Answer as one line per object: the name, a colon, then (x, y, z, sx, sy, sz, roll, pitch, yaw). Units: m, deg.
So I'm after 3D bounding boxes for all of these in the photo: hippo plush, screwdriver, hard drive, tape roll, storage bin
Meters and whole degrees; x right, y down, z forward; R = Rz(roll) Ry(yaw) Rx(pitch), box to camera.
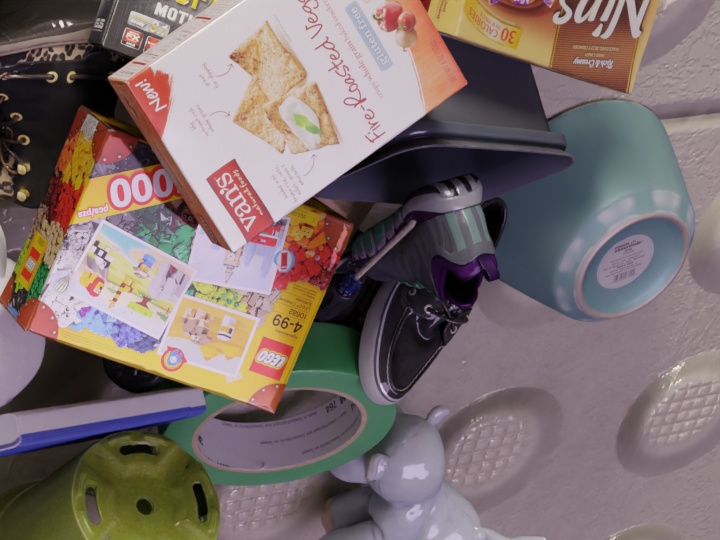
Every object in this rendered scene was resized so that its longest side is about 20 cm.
hippo plush: (0.026, 0.206, 1.857, 0.159, 0.199, 0.162, -44, 135, -24)
screwdriver: (0.000, 0.000, 1.593, 0.029, 0.028, 0.200, -22, 170, -23)
hard drive: (-0.232, 0.121, 1.615, 0.131, 0.026, 0.199, -16, 174, 37)
tape roll: (-0.071, 0.113, 1.743, 0.198, 0.049, 0.201, -9, 150, -5)
storage bin: (0.045, -0.129, 1.565, 0.145, 0.136, 0.199, -21, 164, 41)

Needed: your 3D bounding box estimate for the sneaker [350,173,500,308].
sneaker: (0.049, -0.003, 1.596, 0.074, 0.088, 0.200, -17, 171, -18)

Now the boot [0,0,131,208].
boot: (-0.244, -0.116, 1.447, 0.199, 0.073, 0.152, -15, 133, -33)

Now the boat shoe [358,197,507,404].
boat shoe: (0.065, 0.020, 1.701, 0.070, 0.066, 0.201, 48, 58, -34)

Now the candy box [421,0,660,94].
candy box: (0.135, -0.207, 1.526, 0.199, 0.056, 0.118, 13, 97, -42)

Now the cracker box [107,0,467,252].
cracker box: (-0.047, -0.124, 1.383, 0.199, 0.058, 0.135, -36, 108, -11)

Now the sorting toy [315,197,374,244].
sorting toy: (-0.057, -0.078, 1.586, 0.185, 0.036, 0.201, 43, 72, -45)

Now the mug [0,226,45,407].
mug: (-0.312, 0.032, 1.477, 0.174, 0.148, 0.201, -13, 141, -37)

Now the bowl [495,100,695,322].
bowl: (0.209, -0.034, 1.809, 0.199, 0.105, 0.202, -20, 137, -19)

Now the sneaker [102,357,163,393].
sneaker: (-0.141, 0.006, 1.652, 0.201, 0.071, 0.083, -56, 175, 9)

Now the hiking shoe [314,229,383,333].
hiking shoe: (-0.004, 0.003, 1.718, 0.198, 0.076, 0.101, -6, 134, -29)

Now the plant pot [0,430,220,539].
plant pot: (-0.200, 0.220, 1.646, 0.198, 0.202, 0.190, -5, 154, -31)

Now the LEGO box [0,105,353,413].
LEGO box: (-0.128, -0.006, 1.463, 0.199, 0.077, 0.150, 20, 97, -29)

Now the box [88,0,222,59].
box: (-0.065, -0.194, 1.422, 0.198, 0.048, 0.160, 19, 91, -22)
